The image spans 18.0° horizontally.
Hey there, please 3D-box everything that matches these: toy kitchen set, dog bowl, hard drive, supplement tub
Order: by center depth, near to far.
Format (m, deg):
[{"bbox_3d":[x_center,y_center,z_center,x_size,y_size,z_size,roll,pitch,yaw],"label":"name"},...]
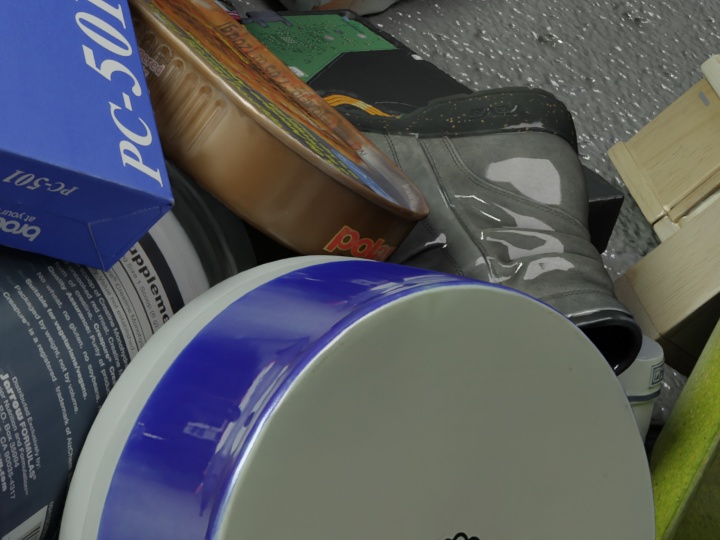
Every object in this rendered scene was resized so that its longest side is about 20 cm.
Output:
[{"bbox_3d":[0.004,0.097,0.750,0.200,0.201,0.079,-4,8,-41],"label":"dog bowl"},{"bbox_3d":[-0.136,0.034,0.769,0.140,0.140,0.200,40,35,11],"label":"supplement tub"},{"bbox_3d":[0.005,-0.061,1.044,0.140,0.038,0.200,-9,37,-44],"label":"hard drive"},{"bbox_3d":[0.196,-0.055,1.069,0.180,0.163,0.200,31,26,-48],"label":"toy kitchen set"}]

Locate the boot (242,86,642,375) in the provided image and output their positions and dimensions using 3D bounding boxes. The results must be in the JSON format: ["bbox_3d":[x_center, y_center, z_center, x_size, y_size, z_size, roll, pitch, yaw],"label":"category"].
[{"bbox_3d":[0.000,0.000,0.876,0.199,0.070,0.132,-12,49,4],"label":"boot"}]

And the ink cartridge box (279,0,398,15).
[{"bbox_3d":[-0.020,-0.210,1.255,0.162,0.050,0.200,45,28,18],"label":"ink cartridge box"}]

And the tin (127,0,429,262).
[{"bbox_3d":[-0.058,-0.069,0.833,0.200,0.042,0.112,44,8,28],"label":"tin"}]

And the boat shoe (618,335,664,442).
[{"bbox_3d":[0.023,0.045,0.942,0.199,0.066,0.074,12,14,10],"label":"boat shoe"}]

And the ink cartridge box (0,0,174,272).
[{"bbox_3d":[-0.127,-0.100,0.746,0.094,0.044,0.200,17,46,-39],"label":"ink cartridge box"}]

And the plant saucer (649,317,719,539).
[{"bbox_3d":[0.207,0.041,0.966,0.200,0.200,0.048,23,6,-47],"label":"plant saucer"}]

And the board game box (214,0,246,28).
[{"bbox_3d":[-0.140,-0.127,0.952,0.200,0.035,0.136,17,31,-37],"label":"board game box"}]
